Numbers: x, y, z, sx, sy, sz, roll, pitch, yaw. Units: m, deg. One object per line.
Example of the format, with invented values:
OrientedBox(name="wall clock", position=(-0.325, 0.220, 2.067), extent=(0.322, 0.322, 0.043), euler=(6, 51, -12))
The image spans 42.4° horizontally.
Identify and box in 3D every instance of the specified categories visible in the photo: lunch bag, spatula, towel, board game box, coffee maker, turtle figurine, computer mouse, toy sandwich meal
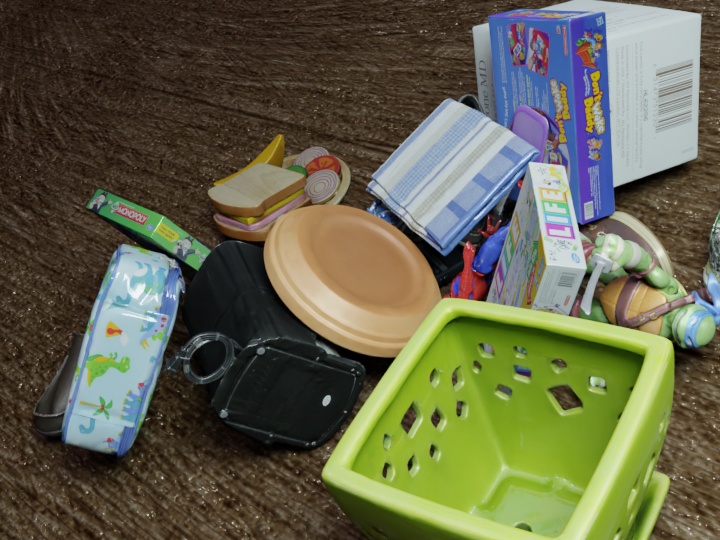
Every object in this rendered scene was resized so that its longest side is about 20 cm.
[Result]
OrientedBox(name="lunch bag", position=(-0.243, 0.077, 0.956), extent=(0.082, 0.201, 0.161), euler=(16, 4, -14))
OrientedBox(name="spatula", position=(0.155, -0.078, 0.987), extent=(0.020, 0.201, 0.057), euler=(-2, 34, -33))
OrientedBox(name="towel", position=(0.093, -0.106, 0.995), extent=(0.147, 0.024, 0.200), euler=(-47, 33, 3))
OrientedBox(name="board game box", position=(-0.203, -0.018, 1.066), extent=(0.134, 0.200, 0.029), euler=(20, 76, 41))
OrientedBox(name="board game box", position=(0.150, 0.024, 0.838), extent=(0.034, 0.201, 0.135), euler=(6, 42, -3))
OrientedBox(name="board game box", position=(0.195, -0.162, 0.952), extent=(0.045, 0.201, 0.134), euler=(-18, 23, -22))
OrientedBox(name="coffee maker", position=(-0.109, 0.058, 0.931), extent=(0.134, 0.192, 0.200), euler=(-40, 36, 2))
OrientedBox(name="turtle figurine", position=(0.207, 0.033, 0.846), extent=(0.200, 0.144, 0.194), euler=(-38, 30, -9))
OrientedBox(name="computer mouse", position=(0.119, -0.023, 1.061), extent=(0.199, 0.034, 0.059), euler=(-27, 52, -20))
OrientedBox(name="toy sandwich meal", position=(-0.112, -0.115, 1.245), extent=(0.204, 0.071, 0.206), euler=(-13, 38, 10))

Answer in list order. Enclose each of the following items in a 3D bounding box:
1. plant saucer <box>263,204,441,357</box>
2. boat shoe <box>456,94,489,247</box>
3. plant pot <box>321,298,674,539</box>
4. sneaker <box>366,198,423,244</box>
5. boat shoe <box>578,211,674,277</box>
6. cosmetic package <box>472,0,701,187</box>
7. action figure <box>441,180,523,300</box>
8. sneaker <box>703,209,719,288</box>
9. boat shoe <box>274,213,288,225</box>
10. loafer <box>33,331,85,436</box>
OrientedBox(name="plant saucer", position=(0.000, 0.000, 0.940), extent=(0.199, 0.038, 0.201), euler=(20, 38, -16))
OrientedBox(name="boat shoe", position=(0.119, -0.121, 1.069), extent=(0.066, 0.057, 0.201), euler=(12, 52, -18))
OrientedBox(name="plant pot", position=(0.119, 0.161, 0.702), extent=(0.199, 0.182, 0.199), euler=(11, 48, 35))
OrientedBox(name="sneaker", position=(0.015, -0.042, 1.089), extent=(0.199, 0.077, 0.076), euler=(-33, 40, -14))
OrientedBox(name="boat shoe", position=(0.243, -0.025, 0.972), extent=(0.072, 0.072, 0.200), euler=(-36, 35, -8))
OrientedBox(name="cosmetic package", position=(0.255, -0.205, 1.060), extent=(0.165, 0.168, 0.200), euler=(-19, 26, -22))
OrientedBox(name="action figure", position=(0.130, -0.017, 0.935), extent=(0.052, 0.201, 0.065), euler=(37, 40, 11))
OrientedBox(name="sneaker", position=(0.388, -0.059, 0.923), extent=(0.076, 0.089, 0.201), euler=(2, 42, 28))
OrientedBox(name="boat shoe", position=(-0.022, 0.009, 1.008), extent=(0.072, 0.065, 0.200), euler=(-46, 63, 0))
OrientedBox(name="loafer", position=(-0.317, 0.103, 1.071), extent=(0.072, 0.072, 0.201), euler=(0, 42, 26))
